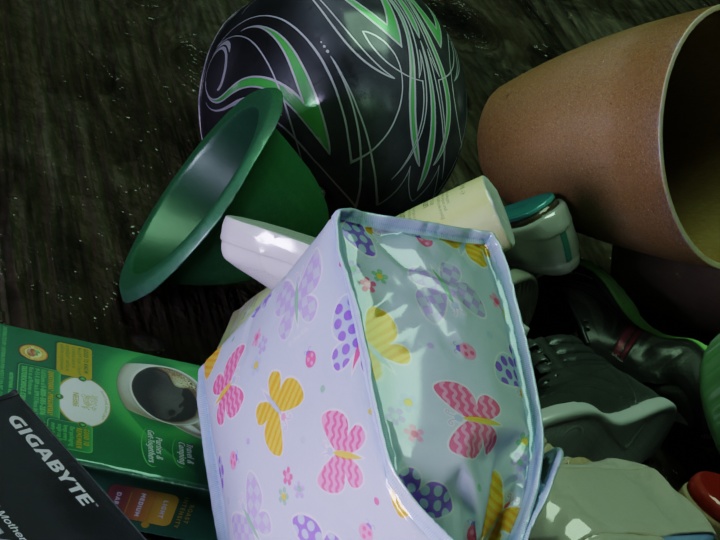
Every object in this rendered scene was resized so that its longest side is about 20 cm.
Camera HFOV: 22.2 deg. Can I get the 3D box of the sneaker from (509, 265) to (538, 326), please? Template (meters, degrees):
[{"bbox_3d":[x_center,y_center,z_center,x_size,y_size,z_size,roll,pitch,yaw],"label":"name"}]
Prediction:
[{"bbox_3d":[0.027,0.031,1.267,0.106,0.075,0.200,22,22,31],"label":"sneaker"}]

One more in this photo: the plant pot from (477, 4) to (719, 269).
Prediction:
[{"bbox_3d":[0.192,-0.096,1.348,0.200,0.187,0.186,3,7,45],"label":"plant pot"}]

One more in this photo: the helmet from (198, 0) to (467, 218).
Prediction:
[{"bbox_3d":[-0.012,-0.129,1.407,0.200,0.200,0.191,-4,11,-42],"label":"helmet"}]

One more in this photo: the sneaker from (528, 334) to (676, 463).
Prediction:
[{"bbox_3d":[0.119,0.093,1.203,0.099,0.071,0.200,34,22,30],"label":"sneaker"}]

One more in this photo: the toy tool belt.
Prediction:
[{"bbox_3d":[0.129,0.170,1.010,0.200,0.123,0.125,4,33,-48],"label":"toy tool belt"}]

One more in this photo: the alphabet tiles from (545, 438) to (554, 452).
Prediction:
[{"bbox_3d":[0.020,0.101,1.041,0.200,0.008,0.167,43,48,2],"label":"alphabet tiles"}]

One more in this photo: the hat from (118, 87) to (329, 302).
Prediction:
[{"bbox_3d":[-0.040,-0.012,1.236,0.176,0.166,0.200,38,51,-18],"label":"hat"}]

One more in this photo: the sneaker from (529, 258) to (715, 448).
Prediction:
[{"bbox_3d":[0.185,0.068,1.312,0.084,0.077,0.200,-20,41,-31],"label":"sneaker"}]

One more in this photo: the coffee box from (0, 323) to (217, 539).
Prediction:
[{"bbox_3d":[-0.123,0.096,1.033,0.200,0.044,0.123,12,28,-17],"label":"coffee box"}]

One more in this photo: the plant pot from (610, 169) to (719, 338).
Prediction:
[{"bbox_3d":[0.288,-0.019,1.447,0.174,0.200,0.200,5,23,10],"label":"plant pot"}]

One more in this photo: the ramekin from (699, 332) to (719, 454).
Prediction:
[{"bbox_3d":[0.318,0.099,1.225,0.200,0.098,0.200,31,38,-29],"label":"ramekin"}]

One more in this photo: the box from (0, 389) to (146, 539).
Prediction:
[{"bbox_3d":[-0.176,0.156,0.829,0.200,0.050,0.198,46,34,20],"label":"box"}]

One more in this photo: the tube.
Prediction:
[{"bbox_3d":[0.000,0.000,1.190,0.058,0.200,0.052,45,24,-60],"label":"tube"}]

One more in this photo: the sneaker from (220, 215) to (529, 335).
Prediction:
[{"bbox_3d":[-0.009,0.048,1.127,0.200,0.116,0.074,23,6,-7],"label":"sneaker"}]

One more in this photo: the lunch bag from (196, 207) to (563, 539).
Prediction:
[{"bbox_3d":[0.009,0.099,0.918,0.127,0.170,0.200,11,51,-28],"label":"lunch bag"}]

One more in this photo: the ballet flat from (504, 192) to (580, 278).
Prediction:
[{"bbox_3d":[0.096,-0.016,1.369,0.069,0.069,0.200,7,-4,-28],"label":"ballet flat"}]
